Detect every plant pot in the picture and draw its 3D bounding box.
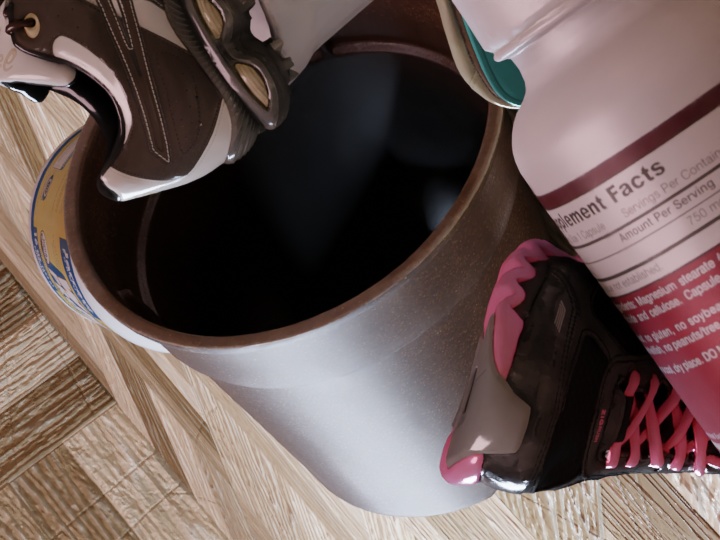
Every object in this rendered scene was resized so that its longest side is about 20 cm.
[{"bbox_3d":[0.000,0.000,1.156,0.200,0.200,0.198,43,171,40],"label":"plant pot"}]

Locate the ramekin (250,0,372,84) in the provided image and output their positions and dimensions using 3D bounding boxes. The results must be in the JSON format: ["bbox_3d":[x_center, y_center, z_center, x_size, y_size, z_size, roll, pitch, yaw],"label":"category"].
[{"bbox_3d":[-0.055,-0.180,1.047,0.201,0.098,0.201,49,167,15],"label":"ramekin"}]

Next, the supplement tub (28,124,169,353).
[{"bbox_3d":[-0.122,-0.025,1.628,0.145,0.145,0.200,56,168,-14],"label":"supplement tub"}]

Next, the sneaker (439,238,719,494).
[{"bbox_3d":[0.090,0.038,0.841,0.095,0.079,0.200,23,-167,16],"label":"sneaker"}]

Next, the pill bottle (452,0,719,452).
[{"bbox_3d":[0.119,-0.026,0.780,0.200,0.113,0.113,55,168,-3],"label":"pill bottle"}]

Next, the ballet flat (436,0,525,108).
[{"bbox_3d":[0.035,-0.144,0.885,0.069,0.069,0.200,42,156,44],"label":"ballet flat"}]

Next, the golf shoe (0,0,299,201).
[{"bbox_3d":[-0.113,-0.118,0.986,0.200,0.094,0.078,54,169,4],"label":"golf shoe"}]
